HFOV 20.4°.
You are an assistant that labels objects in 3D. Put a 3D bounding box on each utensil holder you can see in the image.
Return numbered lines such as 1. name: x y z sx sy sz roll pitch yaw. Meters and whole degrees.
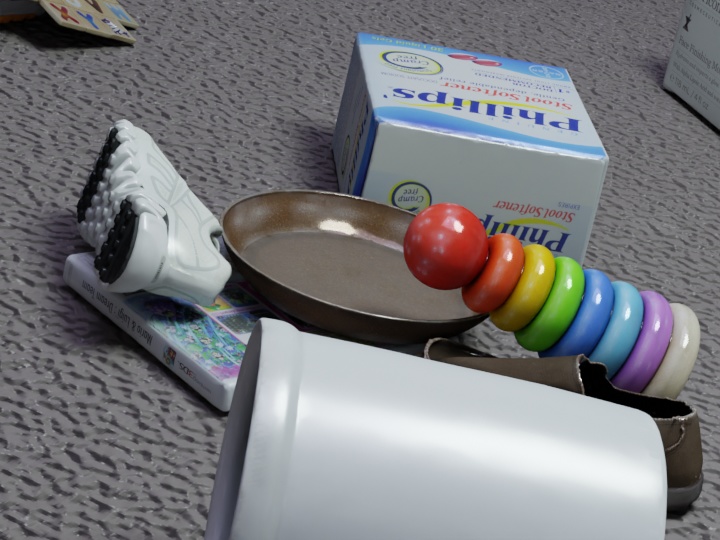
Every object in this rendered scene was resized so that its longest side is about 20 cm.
1. utensil holder: 0.029 0.127 0.970 0.198 0.171 0.170 13 24 -7

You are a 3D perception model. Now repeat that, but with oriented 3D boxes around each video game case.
1. video game case: -0.065 0.026 1.316 0.199 0.024 0.182 -9 32 -41

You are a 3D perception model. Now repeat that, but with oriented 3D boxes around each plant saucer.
1. plant saucer: 0.000 0.000 1.340 0.198 0.032 0.201 12 24 -5

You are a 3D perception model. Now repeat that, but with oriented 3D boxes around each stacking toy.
1. stacking toy: 0.114 0.020 1.274 0.199 0.086 0.086 28 21 -13

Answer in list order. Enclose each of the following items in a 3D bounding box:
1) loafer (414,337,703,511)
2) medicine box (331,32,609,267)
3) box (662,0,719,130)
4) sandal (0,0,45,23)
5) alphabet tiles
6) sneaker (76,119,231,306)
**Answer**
1. loafer: 0.123 0.078 1.236 0.198 0.072 0.073 19 24 14
2. medicine box: 0.080 -0.093 1.549 0.180 0.104 0.200 9 23 -9
3. box: 0.428 -0.193 1.911 0.198 0.132 0.199 2 25 -23
4. sandal: -0.339 -0.249 1.734 0.079 0.060 0.206 24 26 23
5. alphabet tiles: -0.285 -0.268 1.771 0.200 0.006 0.166 47 21 28
6. sneaker: -0.136 -0.034 1.309 0.080 0.076 0.200 19 22 -23
